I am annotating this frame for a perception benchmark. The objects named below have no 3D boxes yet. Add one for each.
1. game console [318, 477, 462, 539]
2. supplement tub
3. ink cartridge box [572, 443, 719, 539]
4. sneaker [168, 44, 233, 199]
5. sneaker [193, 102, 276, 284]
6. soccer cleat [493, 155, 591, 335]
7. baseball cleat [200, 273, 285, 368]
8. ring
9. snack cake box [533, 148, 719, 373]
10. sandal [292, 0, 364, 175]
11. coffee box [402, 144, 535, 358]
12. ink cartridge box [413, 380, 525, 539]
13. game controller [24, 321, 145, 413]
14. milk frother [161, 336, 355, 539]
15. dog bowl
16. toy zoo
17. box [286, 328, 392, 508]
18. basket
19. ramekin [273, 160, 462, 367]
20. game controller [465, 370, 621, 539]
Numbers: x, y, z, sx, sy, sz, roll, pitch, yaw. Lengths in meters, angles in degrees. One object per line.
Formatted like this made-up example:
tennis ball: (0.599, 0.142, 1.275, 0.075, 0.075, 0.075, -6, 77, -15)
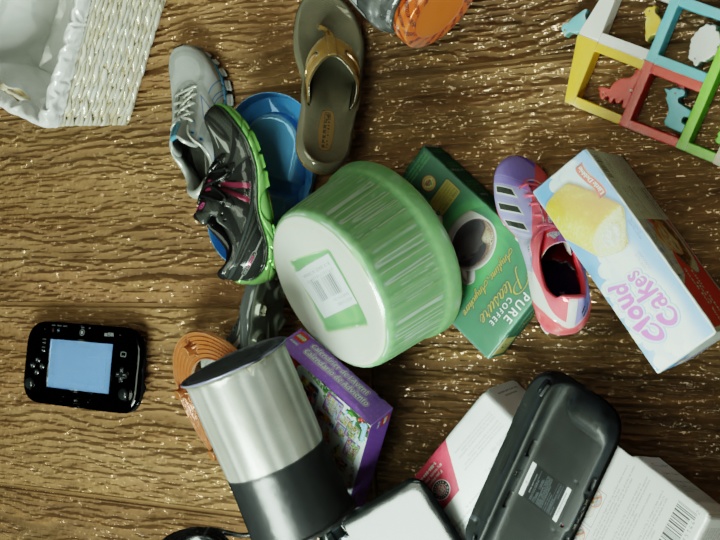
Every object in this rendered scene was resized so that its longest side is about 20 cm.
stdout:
game console: (0.053, 0.324, 1.173, 0.116, 0.176, 0.201, -31, 88, -10)
supplement tub: (0.021, -0.332, 1.154, 0.200, 0.122, 0.123, 50, 115, 18)
ink cartridge box: (0.219, 0.256, 1.021, 0.176, 0.044, 0.202, 38, 110, 48)
sneaker: (-0.192, -0.173, 1.312, 0.074, 0.086, 0.202, -23, 80, 31)
sneaker: (-0.140, -0.083, 1.202, 0.077, 0.083, 0.202, 140, 118, -73)
soccer cleat: (0.175, -0.035, 1.067, 0.066, 0.077, 0.202, -8, 61, -6)
baseball cleat: (-0.140, 0.083, 1.287, 0.106, 0.070, 0.202, 18, 113, 29)
ring: (-0.155, 0.162, 1.290, 0.199, 0.019, 0.202, 29, 134, 34)
snack cake box: (0.257, -0.012, 1.036, 0.067, 0.115, 0.201, -39, 73, 24)
sandal: (-0.034, -0.205, 1.206, 0.079, 0.054, 0.203, 4, 80, -9)
coffee box: (0.107, -0.020, 1.165, 0.200, 0.044, 0.123, 44, 113, 22)
ink cartridge box: (0.166, 0.234, 1.120, 0.200, 0.083, 0.146, 45, 112, 19)
game controller: (-0.354, 0.122, 1.440, 0.198, 0.042, 0.106, 2, 94, 30)
milk frother: (-0.138, 0.197, 1.129, 0.180, 0.199, 0.190, -17, 98, 45)
dog bowl: (-0.104, -0.100, 1.273, 0.110, 0.050, 0.202, 17, 101, 15)
toy zoo: (0.280, -0.197, 1.067, 0.199, 0.020, 0.133, 28, 106, 27)
box: (-0.042, 0.176, 1.217, 0.136, 0.039, 0.201, 39, 139, 23)
basket: (-0.368, -0.292, 1.366, 0.197, 0.160, 0.202, 27, 105, 27)
ramekin: (0.000, 0.000, 1.145, 0.199, 0.097, 0.202, 35, 142, 33)
game controller: (0.167, 0.198, 1.042, 0.104, 0.042, 0.202, 31, 105, 34)
